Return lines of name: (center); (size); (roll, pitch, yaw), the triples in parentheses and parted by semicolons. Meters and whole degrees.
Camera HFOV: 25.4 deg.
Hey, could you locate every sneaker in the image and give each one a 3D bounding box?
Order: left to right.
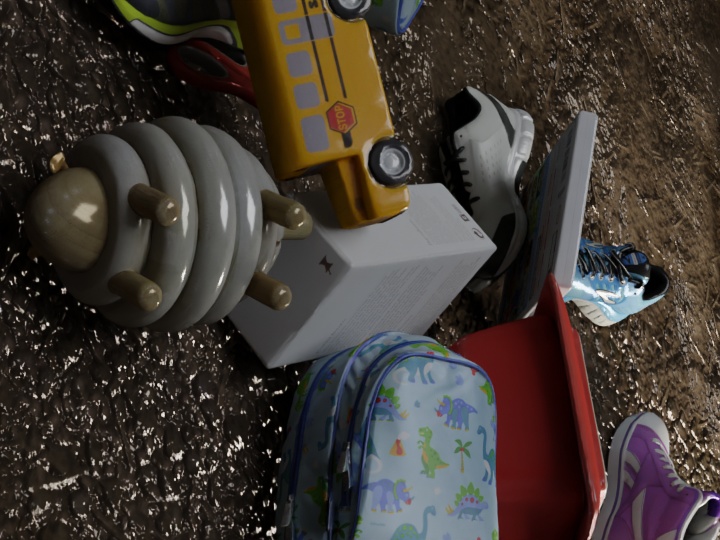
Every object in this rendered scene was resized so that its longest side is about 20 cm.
sneaker: (-0.099, -0.201, 1.078); (0.199, 0.081, 0.074); (-3, 53, -51)
sneaker: (0.095, -0.070, 1.352); (0.080, 0.074, 0.202); (31, 46, -27)
sneaker: (0.220, -0.007, 1.473); (0.199, 0.089, 0.079); (17, 62, -51)
sneaker: (0.284, 0.203, 1.454); (0.073, 0.113, 0.201); (51, 38, -27)

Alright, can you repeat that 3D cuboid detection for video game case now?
video game case: (0.148, -0.027, 1.296); (0.018, 0.200, 0.145); (12, 72, -5)

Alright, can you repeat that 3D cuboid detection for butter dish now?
butter dish: (0.093, 0.133, 1.188); (0.200, 0.146, 0.202); (91, -7, -60)

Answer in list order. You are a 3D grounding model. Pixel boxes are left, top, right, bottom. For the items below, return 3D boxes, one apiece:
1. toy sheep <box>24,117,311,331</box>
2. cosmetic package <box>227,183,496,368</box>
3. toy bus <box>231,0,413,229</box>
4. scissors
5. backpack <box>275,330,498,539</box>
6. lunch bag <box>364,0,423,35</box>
toy sheep: (-0.108, -0.026, 0.946); (0.199, 0.137, 0.140); (6, 70, -41)
cosmetic package: (0.000, 0.000, 1.123); (0.071, 0.102, 0.199); (49, 27, 19)
toy bus: (-0.028, -0.125, 1.019); (0.077, 0.065, 0.202); (-13, 88, -16)
scissors: (-0.051, -0.115, 1.112); (0.199, 0.014, 0.073); (29, 30, -14)
backpack: (0.020, 0.143, 1.065); (0.162, 0.154, 0.202); (14, 55, -27)
lunch bag: (0.036, -0.294, 1.290); (0.201, 0.082, 0.162); (-59, 161, -46)
